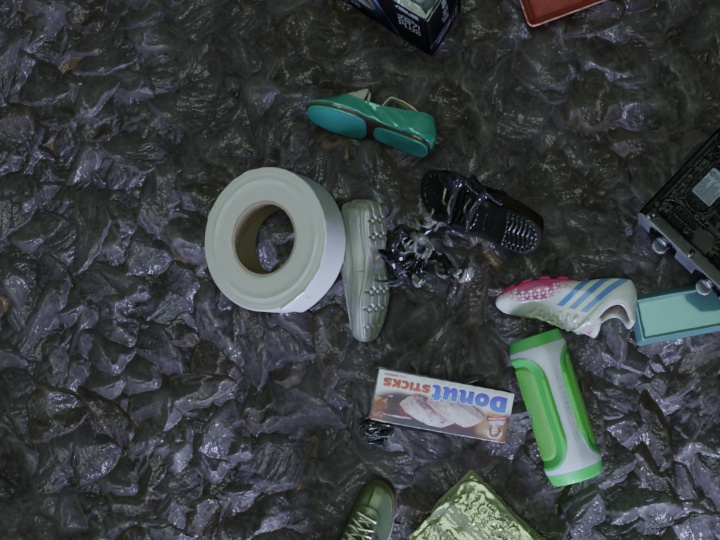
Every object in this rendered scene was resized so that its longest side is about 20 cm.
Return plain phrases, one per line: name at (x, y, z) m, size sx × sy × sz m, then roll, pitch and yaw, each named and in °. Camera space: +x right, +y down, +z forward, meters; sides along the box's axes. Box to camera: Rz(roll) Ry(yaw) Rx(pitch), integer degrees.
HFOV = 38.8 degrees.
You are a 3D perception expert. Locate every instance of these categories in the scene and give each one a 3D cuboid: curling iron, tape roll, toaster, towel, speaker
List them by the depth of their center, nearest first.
toaster at (0.497, -0.077, 1.384) m, size 0.181 × 0.119 × 0.200 m, roll 44°, pitch 91°, yaw 14°
speaker at (0.269, 0.188, 1.414) m, size 0.087 × 0.088 × 0.204 m, roll -17°, pitch 83°, yaw 5°
towel at (0.178, 0.397, 1.432) m, size 0.200 × 0.036 × 0.149 m, roll 42°, pitch 92°, yaw 8°
tape roll at (-0.122, -0.041, 1.459) m, size 0.198 × 0.071 × 0.207 m, roll -2°, pitch 85°, yaw 23°
curling iron at (0.087, 0.194, 1.467) m, size 0.197 × 0.026 × 0.050 m, roll -27°, pitch 104°, yaw -1°

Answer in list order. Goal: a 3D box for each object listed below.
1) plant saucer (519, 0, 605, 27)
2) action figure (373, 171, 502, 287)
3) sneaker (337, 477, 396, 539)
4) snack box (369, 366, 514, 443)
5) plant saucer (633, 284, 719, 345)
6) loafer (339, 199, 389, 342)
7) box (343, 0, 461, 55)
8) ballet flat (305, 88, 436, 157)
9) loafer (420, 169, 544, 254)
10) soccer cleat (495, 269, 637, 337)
plant saucer at (0.306, -0.474, 1.489) m, size 0.196 × 0.037 × 0.203 m, roll -19°, pitch 83°, yaw 4°
action figure at (0.101, -0.037, 1.403) m, size 0.201 × 0.118 × 0.103 m, roll -53°, pitch 43°, yaw 18°
sneaker at (-0.004, 0.392, 1.426) m, size 0.066 × 0.090 × 0.203 m, roll 23°, pitch 88°, yaw 9°
snack box at (0.114, 0.189, 1.441) m, size 0.196 × 0.024 × 0.073 m, roll 11°, pitch 91°, yaw -5°
plant saucer at (0.480, 0.053, 1.435) m, size 0.196 × 0.019 × 0.071 m, roll -11°, pitch 84°, yaw 5°
loafer at (0.000, 0.000, 1.477) m, size 0.069 × 0.069 × 0.205 m, roll 1°, pitch 89°, yaw 40°
box at (0.040, -0.412, 1.450) m, size 0.198 × 0.164 × 0.087 m, roll 34°, pitch 89°, yaw 7°
ballet flat at (0.020, -0.225, 1.495) m, size 0.196 × 0.068 × 0.071 m, roll 18°, pitch 63°, yaw 8°
loafer at (0.175, -0.086, 1.463) m, size 0.198 × 0.071 × 0.074 m, roll 31°, pitch 120°, yaw 19°
soccer cleat at (0.289, 0.053, 1.425) m, size 0.196 × 0.070 × 0.088 m, roll -7°, pitch 68°, yaw 4°
